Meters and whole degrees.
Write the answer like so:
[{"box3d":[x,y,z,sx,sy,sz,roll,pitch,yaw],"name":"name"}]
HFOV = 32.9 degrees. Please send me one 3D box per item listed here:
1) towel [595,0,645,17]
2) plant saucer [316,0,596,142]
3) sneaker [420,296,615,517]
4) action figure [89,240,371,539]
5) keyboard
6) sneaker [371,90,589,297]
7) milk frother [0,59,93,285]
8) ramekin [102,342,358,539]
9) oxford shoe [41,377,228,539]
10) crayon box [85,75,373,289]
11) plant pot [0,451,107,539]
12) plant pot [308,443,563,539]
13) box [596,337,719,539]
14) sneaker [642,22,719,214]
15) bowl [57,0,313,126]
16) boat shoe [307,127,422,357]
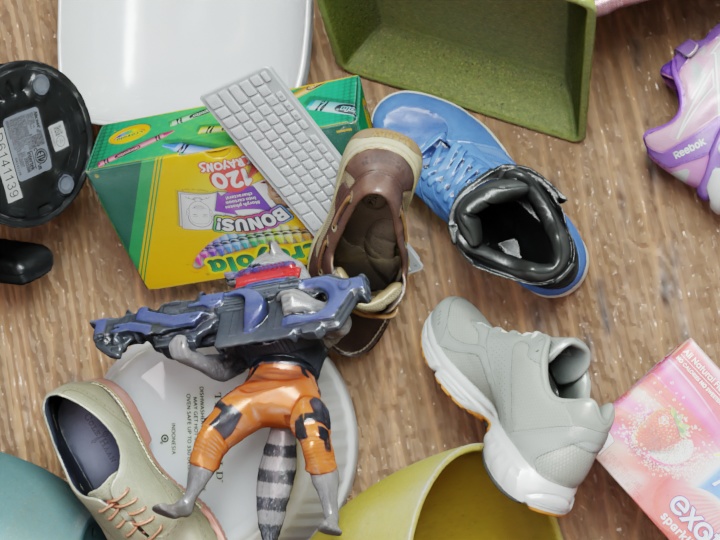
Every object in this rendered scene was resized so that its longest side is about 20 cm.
[{"box3d":[0.240,-0.217,0.814,0.198,0.144,0.023,-17,108,11],"name":"towel"},{"box3d":[0.068,-0.174,0.826,0.198,0.200,0.048,19,75,14],"name":"plant saucer"},{"box3d":[0.110,0.067,0.809,0.092,0.075,0.200,-55,35,19],"name":"sneaker"},{"box3d":[-0.079,0.074,0.801,0.198,0.105,0.195,-2,61,22],"name":"action figure"},{"box3d":[-0.029,-0.058,0.833,0.056,0.200,0.011,-23,38,23],"name":"keyboard"},{"box3d":[0.078,-0.062,0.851,0.077,0.111,0.200,-44,77,6],"name":"sneaker"},{"box3d":[-0.330,-0.067,0.882,0.187,0.199,0.182,10,103,38],"name":"milk frother"},{"box3d":[-0.108,0.125,0.887,0.200,0.094,0.204,-1,85,13],"name":"ramekin"},{"box3d":[-0.152,0.162,0.808,0.071,0.074,0.200,-40,78,7],"name":"oxford shoe"},{"box3d":[-0.081,-0.060,0.882,0.198,0.119,0.059,-9,42,12],"name":"crayon box"},{"box3d":[-0.249,0.221,0.863,0.133,0.200,0.202,-3,84,8],"name":"plant pot"},{"box3d":[0.033,0.225,0.813,0.141,0.199,0.202,-14,81,36],"name":"plant pot"},{"box3d":[0.249,0.151,0.801,0.103,0.095,0.200,-42,78,6],"name":"box"},{"box3d":[0.257,-0.144,0.837,0.088,0.080,0.201,25,92,22],"name":"sneaker"},{"box3d":[-0.125,-0.203,0.930,0.198,0.075,0.202,-1,85,14],"name":"bowl"},{"box3d":[0.000,0.000,0.830,0.072,0.201,0.072,12,45,-4],"name":"boat shoe"}]
